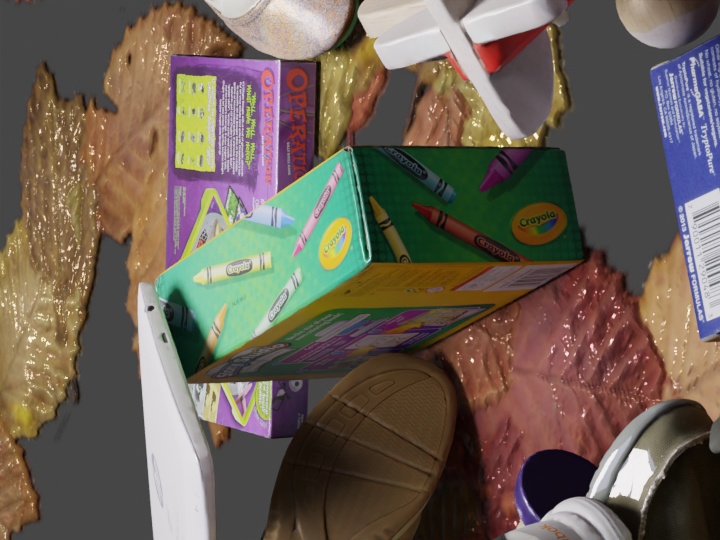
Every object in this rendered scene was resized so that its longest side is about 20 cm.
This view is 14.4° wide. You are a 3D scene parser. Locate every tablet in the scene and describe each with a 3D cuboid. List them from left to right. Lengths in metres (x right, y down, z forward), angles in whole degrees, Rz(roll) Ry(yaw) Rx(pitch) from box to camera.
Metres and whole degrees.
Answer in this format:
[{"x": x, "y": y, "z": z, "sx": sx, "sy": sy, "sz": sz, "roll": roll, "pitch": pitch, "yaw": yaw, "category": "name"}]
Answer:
[{"x": -0.089, "y": 0.117, "z": 1.401, "sx": 0.130, "sy": 0.014, "sz": 0.200, "roll": -112, "pitch": 17, "yaw": -45, "category": "tablet"}]

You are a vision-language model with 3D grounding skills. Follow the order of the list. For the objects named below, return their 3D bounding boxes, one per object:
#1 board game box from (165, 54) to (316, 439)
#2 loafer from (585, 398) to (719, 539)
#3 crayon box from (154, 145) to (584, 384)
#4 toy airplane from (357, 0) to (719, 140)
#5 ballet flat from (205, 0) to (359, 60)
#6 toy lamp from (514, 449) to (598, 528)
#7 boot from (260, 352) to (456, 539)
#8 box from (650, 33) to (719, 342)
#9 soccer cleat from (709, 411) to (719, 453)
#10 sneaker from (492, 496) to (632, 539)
[{"x": -0.067, "y": -0.016, "z": 1.546, "sx": 0.120, "sy": 0.032, "sz": 0.200, "roll": 12, "pitch": 101, "yaw": 61, "category": "board game box"}, {"x": 0.136, "y": 0.153, "z": 1.195, "sx": 0.070, "sy": 0.075, "sz": 0.200, "roll": 16, "pitch": 109, "yaw": 44, "category": "loafer"}, {"x": 0.000, "y": 0.000, "z": 1.352, "sx": 0.200, "sy": 0.119, "sz": 0.058, "roll": -31, "pitch": 65, "yaw": 54, "category": "crayon box"}, {"x": 0.096, "y": -0.132, "z": 1.174, "sx": 0.199, "sy": 0.141, "sz": 0.200, "roll": -44, "pitch": 32, "yaw": 10, "category": "toy airplane"}, {"x": -0.075, "y": -0.167, "z": 1.509, "sx": 0.200, "sy": 0.067, "sz": 0.068, "roll": 39, "pitch": 106, "yaw": 50, "category": "ballet flat"}, {"x": 0.051, "y": 0.161, "z": 1.333, "sx": 0.200, "sy": 0.058, "sz": 0.058, "roll": -58, "pitch": 44, "yaw": 41, "category": "toy lamp"}, {"x": -0.013, "y": 0.150, "z": 1.409, "sx": 0.156, "sy": 0.073, "sz": 0.200, "roll": 93, "pitch": -162, "yaw": -66, "category": "boot"}, {"x": 0.192, "y": -0.054, "z": 1.120, "sx": 0.200, "sy": 0.032, "sz": 0.121, "roll": -28, "pitch": 68, "yaw": 57, "category": "box"}, {"x": 0.194, "y": 0.116, "z": 1.094, "sx": 0.084, "sy": 0.065, "sz": 0.200, "roll": -47, "pitch": 52, "yaw": 46, "category": "soccer cleat"}, {"x": 0.044, "y": 0.177, "z": 1.190, "sx": 0.074, "sy": 0.080, "sz": 0.200, "roll": 46, "pitch": 130, "yaw": 34, "category": "sneaker"}]
